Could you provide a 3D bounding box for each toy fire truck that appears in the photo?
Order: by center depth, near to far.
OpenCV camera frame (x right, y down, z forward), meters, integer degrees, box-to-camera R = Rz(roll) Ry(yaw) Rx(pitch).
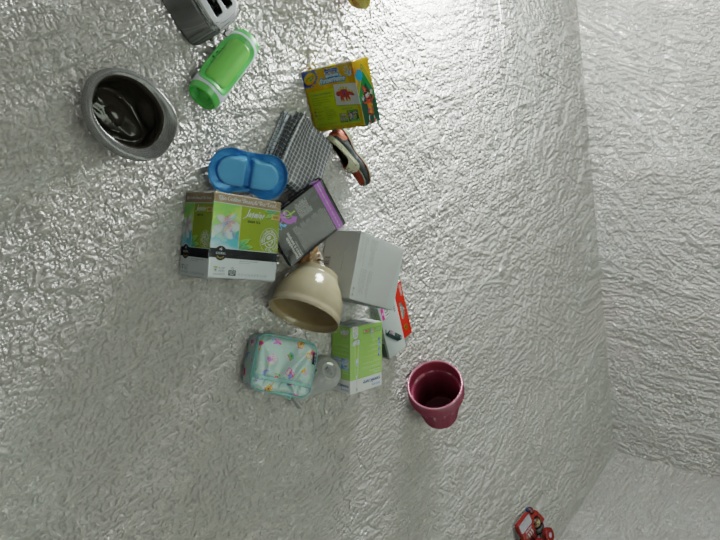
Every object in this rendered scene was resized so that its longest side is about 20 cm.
[{"bbox_3d":[0.793,1.193,2.838,0.198,0.111,0.171,-26,94,-43],"label":"toy fire truck"}]

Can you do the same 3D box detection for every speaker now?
[{"bbox_3d":[-0.324,-0.480,1.466,0.089,0.087,0.202,49,60,-38],"label":"speaker"}]

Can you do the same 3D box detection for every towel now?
[{"bbox_3d":[-0.165,-0.306,1.655,0.165,0.084,0.204,35,69,-44],"label":"towel"}]

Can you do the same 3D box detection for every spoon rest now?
[{"bbox_3d":[-0.131,0.324,1.774,0.100,0.060,0.199,50,50,0],"label":"spoon rest"}]

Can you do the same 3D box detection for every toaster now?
[{"bbox_3d":[-0.364,-0.614,1.376,0.114,0.127,0.202,-51,128,-31],"label":"toaster"}]

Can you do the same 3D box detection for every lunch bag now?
[{"bbox_3d":[-0.209,0.257,1.642,0.197,0.077,0.164,16,77,-31],"label":"lunch bag"}]

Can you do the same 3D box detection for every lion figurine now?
[{"bbox_3d":[-0.181,-0.069,1.686,0.197,0.072,0.125,18,91,-32],"label":"lion figurine"}]

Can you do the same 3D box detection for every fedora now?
[{"bbox_3d":[-0.496,-0.322,1.292,0.198,0.089,0.180,29,71,-38],"label":"fedora"}]

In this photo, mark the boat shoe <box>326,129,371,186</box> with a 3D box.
[{"bbox_3d":[-0.034,-0.325,1.805,0.063,0.070,0.202,-47,124,-25],"label":"boat shoe"}]

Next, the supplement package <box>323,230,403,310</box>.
[{"bbox_3d":[0.000,0.000,1.818,0.198,0.145,0.196,18,81,-46],"label":"supplement package"}]

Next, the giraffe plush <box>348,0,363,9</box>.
[{"bbox_3d":[-0.044,-0.824,1.698,0.158,0.200,0.177,1,97,-17],"label":"giraffe plush"}]

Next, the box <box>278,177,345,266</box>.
[{"bbox_3d":[-0.148,-0.129,1.632,0.199,0.036,0.145,-40,117,-22],"label":"box"}]

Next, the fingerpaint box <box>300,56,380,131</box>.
[{"bbox_3d":[-0.054,-0.475,1.674,0.073,0.197,0.170,-31,115,-41],"label":"fingerpaint box"}]

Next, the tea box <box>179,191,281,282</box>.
[{"bbox_3d":[-0.312,-0.079,1.484,0.198,0.132,0.202,3,91,-46],"label":"tea box"}]

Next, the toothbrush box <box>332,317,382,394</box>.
[{"bbox_3d":[-0.010,0.258,1.880,0.144,0.085,0.205,-7,99,-47],"label":"toothbrush box"}]

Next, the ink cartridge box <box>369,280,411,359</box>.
[{"bbox_3d":[0.114,0.162,2.036,0.172,0.043,0.204,-32,116,-39],"label":"ink cartridge box"}]

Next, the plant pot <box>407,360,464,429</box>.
[{"bbox_3d":[0.267,0.446,2.138,0.201,0.197,0.181,-50,143,-31],"label":"plant pot"}]

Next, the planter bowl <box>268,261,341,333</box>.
[{"bbox_3d":[-0.134,0.063,1.658,0.200,0.197,0.137,41,55,-41],"label":"planter bowl"}]

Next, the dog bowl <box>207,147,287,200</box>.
[{"bbox_3d":[-0.279,-0.241,1.514,0.196,0.050,0.114,6,107,-24],"label":"dog bowl"}]
